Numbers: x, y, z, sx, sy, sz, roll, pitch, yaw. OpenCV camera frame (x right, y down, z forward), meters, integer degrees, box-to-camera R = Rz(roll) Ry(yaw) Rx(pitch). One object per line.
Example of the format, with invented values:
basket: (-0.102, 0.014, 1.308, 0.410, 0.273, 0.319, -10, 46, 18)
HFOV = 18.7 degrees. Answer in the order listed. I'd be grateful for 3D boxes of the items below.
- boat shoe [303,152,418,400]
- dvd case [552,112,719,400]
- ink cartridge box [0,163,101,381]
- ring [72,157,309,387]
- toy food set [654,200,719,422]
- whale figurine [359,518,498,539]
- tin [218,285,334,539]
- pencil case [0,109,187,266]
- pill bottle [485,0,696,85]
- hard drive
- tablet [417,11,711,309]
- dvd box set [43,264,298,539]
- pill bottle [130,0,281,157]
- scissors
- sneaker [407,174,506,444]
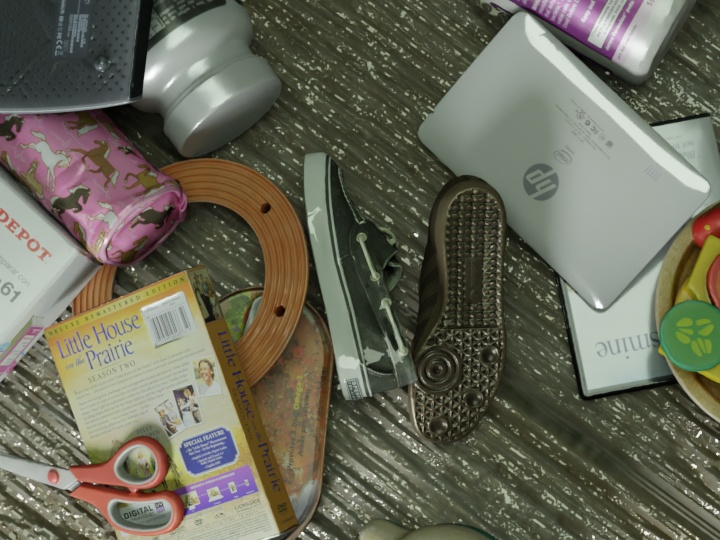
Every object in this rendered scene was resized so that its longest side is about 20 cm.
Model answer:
boat shoe: (0.000, 0.000, 1.627, 0.063, 0.071, 0.201, -13, 67, 1)
dvd case: (0.217, -0.011, 1.656, 0.142, 0.018, 0.201, -11, 79, 0)
ink cartridge box: (-0.314, 0.016, 1.632, 0.144, 0.085, 0.200, 41, 87, 10)
ring: (-0.127, 0.013, 1.634, 0.200, 0.019, 0.201, -7, 72, 23)
toy food set: (0.315, 0.035, 1.612, 0.199, 0.049, 0.198, 26, 74, -2)
whale figurine: (0.034, 0.258, 1.582, 0.199, 0.104, 0.160, -21, 78, 23)
tin: (-0.079, 0.112, 1.634, 0.112, 0.042, 0.201, 6, 78, 0)
pencil case: (-0.217, -0.090, 1.641, 0.200, 0.083, 0.087, 46, 106, 23)
pill bottle: (0.155, -0.234, 1.657, 0.200, 0.112, 0.112, 31, 81, 8)
hard drive: (-0.243, -0.178, 1.599, 0.199, 0.042, 0.135, 2, 81, 23)
tablet: (0.150, -0.082, 1.633, 0.200, 0.014, 0.130, 45, 109, 11)
dvd box set: (-0.139, 0.112, 1.580, 0.146, 0.029, 0.201, -22, 87, 32)
pill bottle: (-0.154, -0.193, 1.660, 0.116, 0.116, 0.200, -35, 79, -5)
scissors: (-0.215, 0.160, 1.607, 0.199, 0.014, 0.073, -5, 99, 30)
sneaker: (0.075, 0.028, 1.635, 0.070, 0.076, 0.201, 9, 100, -7)
